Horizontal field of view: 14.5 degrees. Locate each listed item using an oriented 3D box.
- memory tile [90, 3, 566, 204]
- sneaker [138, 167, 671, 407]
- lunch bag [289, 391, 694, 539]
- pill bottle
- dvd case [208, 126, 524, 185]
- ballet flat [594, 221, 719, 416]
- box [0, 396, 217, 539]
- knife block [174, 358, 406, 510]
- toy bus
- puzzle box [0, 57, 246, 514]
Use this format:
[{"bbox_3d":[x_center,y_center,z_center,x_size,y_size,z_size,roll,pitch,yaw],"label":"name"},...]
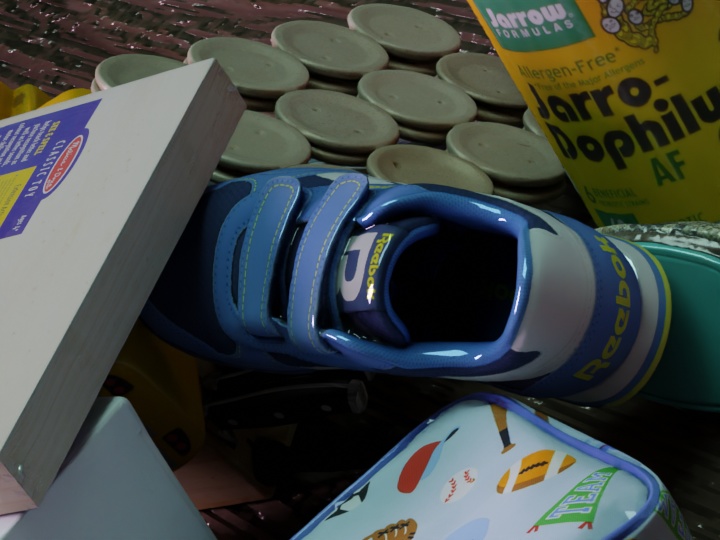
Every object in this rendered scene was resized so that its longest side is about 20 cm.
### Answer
[{"bbox_3d":[0.006,-0.058,1.116,0.153,0.017,0.200,32,30,32],"label":"memory tile"},{"bbox_3d":[0.000,0.000,0.944,0.200,0.082,0.074,4,85,30],"label":"sneaker"},{"bbox_3d":[0.012,0.124,0.863,0.200,0.076,0.160,-39,23,-13],"label":"lunch bag"},{"bbox_3d":[0.100,-0.105,1.035,0.113,0.200,0.113,-26,25,13],"label":"pill bottle"},{"bbox_3d":[-0.034,-0.040,1.209,0.200,0.022,0.146,-3,12,43],"label":"dvd case"},{"bbox_3d":[0.149,0.014,0.936,0.075,0.068,0.200,-24,20,-41],"label":"ballet flat"},{"bbox_3d":[-0.140,0.122,0.983,0.200,0.124,0.097,-4,36,46],"label":"box"},{"bbox_3d":[-0.069,0.057,1.084,0.200,0.064,0.176,-43,35,3],"label":"knife block"},{"bbox_3d":[-0.112,-0.001,1.072,0.078,0.065,0.200,-33,38,17],"label":"toy bus"},{"bbox_3d":[-0.127,0.011,0.972,0.133,0.025,0.200,-13,36,34],"label":"puzzle box"}]
